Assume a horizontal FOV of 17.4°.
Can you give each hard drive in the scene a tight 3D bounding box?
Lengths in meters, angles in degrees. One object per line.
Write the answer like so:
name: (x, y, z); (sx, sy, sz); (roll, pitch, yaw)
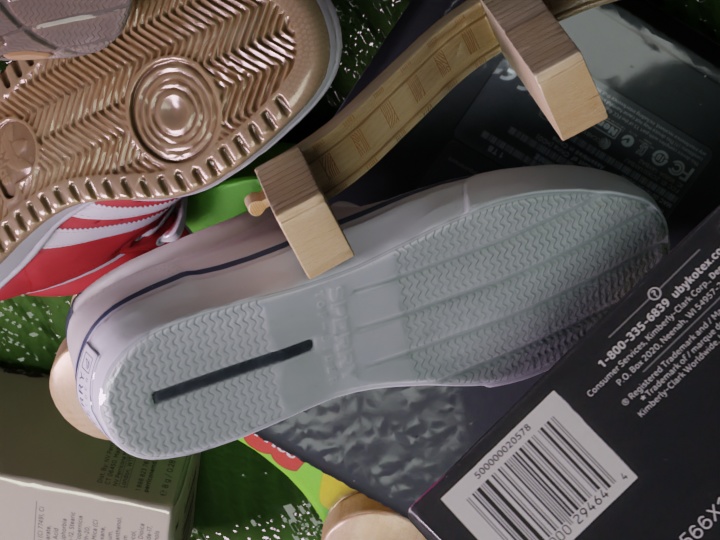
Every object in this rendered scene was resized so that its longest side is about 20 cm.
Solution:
hard drive: (0.045, -0.006, 0.813); (0.139, 0.033, 0.200); (30, 112, -13)

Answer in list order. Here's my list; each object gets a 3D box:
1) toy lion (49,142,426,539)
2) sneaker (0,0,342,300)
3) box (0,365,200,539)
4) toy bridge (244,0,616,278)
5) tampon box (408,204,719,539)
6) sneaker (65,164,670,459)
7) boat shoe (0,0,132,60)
toy lion: (0.012, 0.019, 0.880); (0.200, 0.069, 0.192); (32, 119, -14)
sneaker: (-0.066, -0.044, 0.775); (0.200, 0.112, 0.071); (-26, 81, 32)
box: (-0.167, 0.084, 0.953); (0.199, 0.068, 0.082); (12, 129, 1)
toy bridge: (0.054, -0.066, 0.713); (0.199, 0.067, 0.027); (-27, 124, 1)
tampon box: (0.130, 0.092, 0.780); (0.150, 0.126, 0.200); (-44, 157, -1)
sneaker: (0.000, 0.000, 0.753); (0.199, 0.071, 0.073); (-12, 121, -18)
boat shoe: (-0.093, -0.143, 0.641); (0.075, 0.072, 0.200); (3, 144, -10)
